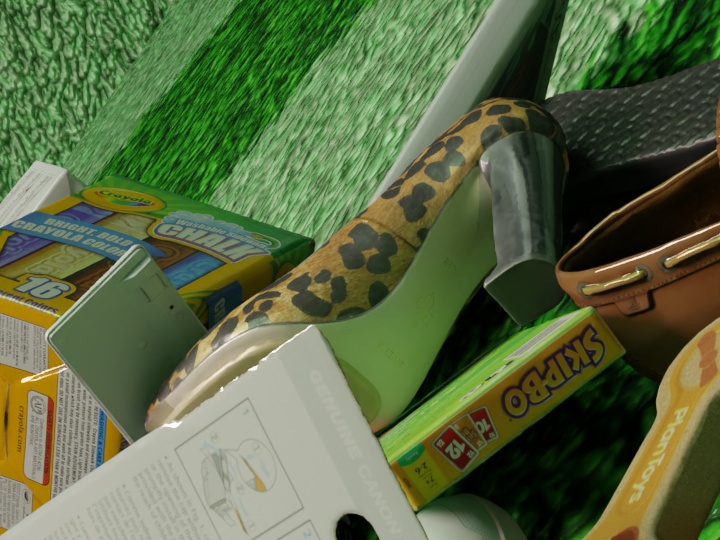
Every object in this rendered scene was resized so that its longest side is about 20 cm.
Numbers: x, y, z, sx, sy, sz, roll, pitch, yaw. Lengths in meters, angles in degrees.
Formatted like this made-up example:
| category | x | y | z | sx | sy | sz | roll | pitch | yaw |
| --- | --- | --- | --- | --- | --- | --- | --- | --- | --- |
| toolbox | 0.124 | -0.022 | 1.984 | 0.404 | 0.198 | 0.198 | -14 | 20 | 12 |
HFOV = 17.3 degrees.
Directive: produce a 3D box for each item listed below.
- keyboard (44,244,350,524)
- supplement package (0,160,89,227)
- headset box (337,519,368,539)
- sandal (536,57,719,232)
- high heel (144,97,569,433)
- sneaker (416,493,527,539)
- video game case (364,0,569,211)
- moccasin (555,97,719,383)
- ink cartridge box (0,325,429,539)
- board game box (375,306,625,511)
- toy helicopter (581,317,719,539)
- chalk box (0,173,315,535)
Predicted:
| category | x | y | z | sx | sy | sz | roll | pitch | yaw |
| --- | --- | --- | --- | --- | --- | --- | --- | --- | --- |
| keyboard | -0.067 | 0.072 | 1.030 | 0.056 | 0.200 | 0.011 | -42 | 39 | -9 |
| supplement package | -0.143 | 0.053 | 1.320 | 0.147 | 0.191 | 0.200 | -52 | 12 | -4 |
| headset box | -0.086 | 0.194 | 0.967 | 0.200 | 0.093 | 0.174 | -50 | 13 | 12 |
| sandal | 0.116 | -0.045 | 1.036 | 0.200 | 0.048 | 0.075 | -10 | 41 | 53 |
| high heel | 0.000 | 0.000 | 1.008 | 0.200 | 0.071 | 0.143 | -24 | 31 | 18 |
| sneaker | -0.008 | 0.123 | 0.835 | 0.074 | 0.118 | 0.200 | -46 | 13 | 32 |
| video game case | 0.049 | -0.052 | 1.161 | 0.200 | 0.023 | 0.182 | -58 | -11 | -25 |
| moccasin | 0.147 | -0.040 | 0.822 | 0.201 | 0.078 | 0.074 | -40 | 16 | 43 |
| ink cartridge box | -0.024 | 0.122 | 0.683 | 0.200 | 0.163 | 0.057 | -35 | -11 | 38 |
| board game box | 0.040 | 0.057 | 0.930 | 0.096 | 0.030 | 0.200 | -37 | 2 | -8 |
| toy helicopter | 0.086 | 0.085 | 0.709 | 0.132 | 0.079 | 0.200 | -30 | 23 | 55 |
| chalk box | -0.104 | 0.038 | 1.120 | 0.200 | 0.124 | 0.125 | -31 | -47 | -52 |
